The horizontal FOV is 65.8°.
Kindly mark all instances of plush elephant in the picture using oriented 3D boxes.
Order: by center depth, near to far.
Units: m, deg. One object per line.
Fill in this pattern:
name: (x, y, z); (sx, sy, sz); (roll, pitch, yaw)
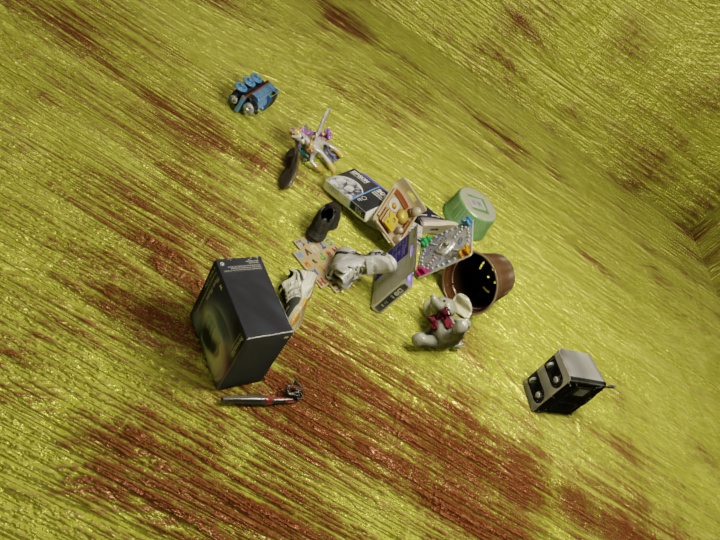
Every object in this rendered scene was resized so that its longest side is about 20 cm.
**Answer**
plush elephant: (0.238, 0.136, 1.600); (0.199, 0.162, 0.159); (30, 44, -57)

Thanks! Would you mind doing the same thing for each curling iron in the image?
curling iron: (-0.211, 0.274, 1.220); (0.195, 0.025, 0.051); (1, 88, -32)

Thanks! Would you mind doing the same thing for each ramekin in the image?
ramekin: (0.422, -0.222, 2.123); (0.196, 0.098, 0.203); (21, 43, -20)

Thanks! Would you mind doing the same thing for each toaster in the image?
toaster: (0.617, 0.339, 1.670); (0.195, 0.182, 0.121); (12, 44, -26)

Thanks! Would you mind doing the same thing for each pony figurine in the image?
pony figurine: (-0.146, -0.434, 1.872); (0.200, 0.165, 0.195); (44, 39, -19)

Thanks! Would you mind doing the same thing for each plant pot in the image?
plant pot: (0.397, 0.029, 1.805); (0.196, 0.201, 0.202); (-9, 57, -50)

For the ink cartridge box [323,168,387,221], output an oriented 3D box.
ink cartridge box: (0.014, -0.260, 1.833); (0.197, 0.044, 0.198); (40, 45, 24)

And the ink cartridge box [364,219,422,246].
ink cartridge box: (0.114, -0.151, 1.863); (0.196, 0.044, 0.095); (28, 40, -12)

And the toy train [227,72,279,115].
toy train: (-0.365, -0.595, 1.895); (0.114, 0.087, 0.201); (40, 39, -6)

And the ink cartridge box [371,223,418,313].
ink cartridge box: (0.111, -0.006, 1.600); (0.043, 0.200, 0.201); (31, 39, -19)

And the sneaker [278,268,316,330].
sneaker: (-0.176, 0.073, 1.422); (0.085, 0.077, 0.202); (17, 38, 0)

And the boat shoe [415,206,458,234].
boat shoe: (0.266, -0.183, 1.984); (0.196, 0.075, 0.095); (2, 58, -35)

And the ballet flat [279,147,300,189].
ballet flat: (-0.218, -0.318, 1.768); (0.047, 0.066, 0.203); (51, 25, -37)

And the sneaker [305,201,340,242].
sneaker: (-0.095, -0.164, 1.677); (0.075, 0.092, 0.201); (29, 34, -3)

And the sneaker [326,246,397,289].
sneaker: (0.000, 0.000, 1.559); (0.195, 0.077, 0.116); (9, 43, 22)

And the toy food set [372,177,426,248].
toy food set: (0.129, -0.173, 1.771); (0.144, 0.060, 0.202); (49, 57, -28)

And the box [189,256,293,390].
box: (-0.262, 0.113, 1.201); (0.121, 0.201, 0.201); (-6, 55, -40)

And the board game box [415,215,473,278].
board game box: (0.271, -0.079, 1.796); (0.026, 0.197, 0.202); (50, 32, -26)

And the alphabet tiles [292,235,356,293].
alphabet tiles: (-0.102, -0.026, 1.609); (0.201, 0.006, 0.165); (49, 40, 13)
